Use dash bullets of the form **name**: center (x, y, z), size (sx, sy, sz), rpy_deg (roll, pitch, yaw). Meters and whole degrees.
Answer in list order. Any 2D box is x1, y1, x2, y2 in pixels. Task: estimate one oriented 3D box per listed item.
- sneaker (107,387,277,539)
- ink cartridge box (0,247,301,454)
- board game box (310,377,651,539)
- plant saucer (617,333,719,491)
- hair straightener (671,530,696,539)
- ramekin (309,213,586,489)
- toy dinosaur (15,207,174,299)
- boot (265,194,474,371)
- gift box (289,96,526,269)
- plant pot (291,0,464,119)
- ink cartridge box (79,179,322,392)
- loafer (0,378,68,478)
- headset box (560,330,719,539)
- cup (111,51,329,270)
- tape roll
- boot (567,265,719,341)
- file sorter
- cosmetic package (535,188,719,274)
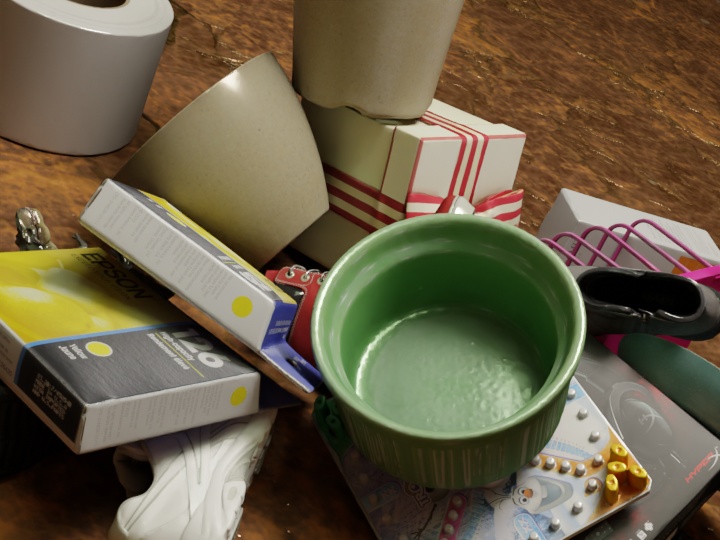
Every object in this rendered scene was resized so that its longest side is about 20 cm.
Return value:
- **sneaker**: center (-0.119, 0.130, 0.854), size (0.099, 0.078, 0.200), rpy_deg (21, 29, -1)
- **ink cartridge box**: center (-0.169, 0.044, 0.852), size (0.197, 0.047, 0.199), rpy_deg (33, 26, 34)
- **board game box**: center (0.087, 0.132, 0.932), size (0.199, 0.026, 0.200), rpy_deg (-26, 53, -10)
- **plant saucer**: center (0.288, 0.134, 1.019), size (0.200, 0.200, 0.036), rpy_deg (39, 76, 22)
- **hair straightener**: center (0.267, 0.221, 1.036), size (0.077, 0.041, 0.200), rpy_deg (29, 29, 7)
- **ramekin**: center (0.066, 0.064, 0.905), size (0.198, 0.098, 0.201), rpy_deg (-3, 52, 4)
- **toy dinosaur**: center (-0.200, 0.013, 1.013), size (0.200, 0.048, 0.088), rpy_deg (36, 34, 9)
- **boot**: center (0.000, 0.000, 1.044), size (0.144, 0.201, 0.072), rpy_deg (31, -4, 12)
- **gift box**: center (0.047, -0.065, 1.190), size (0.184, 0.201, 0.186), rpy_deg (-14, 32, -43)
- **plant pot**: center (0.014, -0.243, 1.103), size (0.199, 0.185, 0.201), rpy_deg (9, 20, -3)
- **ink cartridge box**: center (-0.101, 0.012, 0.918), size (0.199, 0.047, 0.198), rpy_deg (35, -1, 2)
- **loafer**: center (-0.232, 0.091, 0.846), size (0.071, 0.073, 0.199), rpy_deg (33, 24, 33)
- **headset box**: center (0.174, 0.145, 0.982), size (0.149, 0.077, 0.200), rpy_deg (-39, 64, -18)
- **cup**: center (-0.112, -0.078, 1.103), size (0.143, 0.200, 0.200), rpy_deg (51, 31, -3)
- **tape roll**: center (-0.303, -0.228, 1.217), size (0.201, 0.140, 0.203), rpy_deg (18, 31, -12)
- **boot**: center (0.205, 0.020, 1.034), size (0.199, 0.070, 0.131), rpy_deg (-3, -10, 29)
- **file sorter**: center (0.248, 0.035, 1.224), size (0.199, 0.140, 0.125), rpy_deg (-10, 41, -46)
- **cosmetic package**: center (0.300, -0.011, 1.372), size (0.199, 0.102, 0.071), rpy_deg (14, 31, -19)
